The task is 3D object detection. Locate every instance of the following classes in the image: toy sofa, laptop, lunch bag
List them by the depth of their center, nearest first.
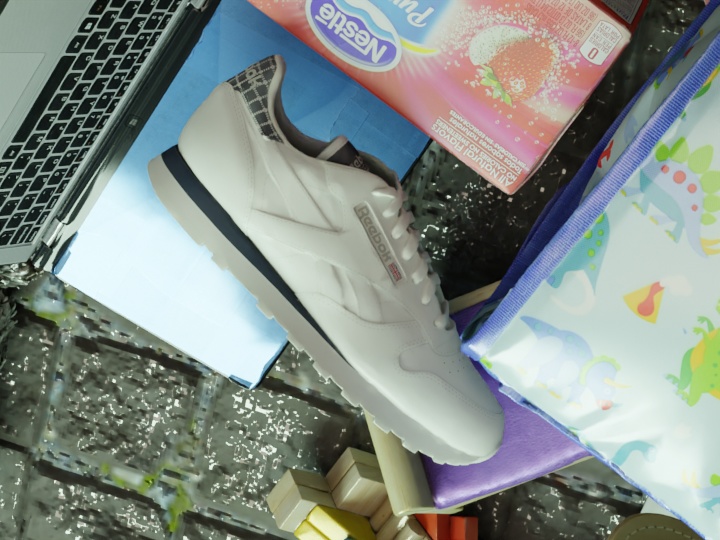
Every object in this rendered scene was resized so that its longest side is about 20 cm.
[{"bbox_3d":[0.162,0.002,0.839,0.170,0.127,0.201,36,94,-2],"label":"lunch bag"},{"bbox_3d":[-0.093,-0.038,0.945,0.116,0.200,0.188,45,116,20],"label":"laptop"},{"bbox_3d":[0.096,0.045,0.967,0.199,0.097,0.083,-22,76,20],"label":"toy sofa"}]

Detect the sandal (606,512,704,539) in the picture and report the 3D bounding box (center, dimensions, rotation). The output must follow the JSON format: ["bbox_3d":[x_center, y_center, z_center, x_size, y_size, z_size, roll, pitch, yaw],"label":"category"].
[{"bbox_3d":[0.178,0.189,1.032,0.211,0.070,0.078,37,78,-20],"label":"sandal"}]

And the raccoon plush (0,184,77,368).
[{"bbox_3d":[-0.189,0.059,1.067,0.199,0.097,0.134,-27,109,21],"label":"raccoon plush"}]

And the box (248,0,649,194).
[{"bbox_3d":[0.022,-0.139,0.931,0.199,0.100,0.096,36,114,-1],"label":"box"}]

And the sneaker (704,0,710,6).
[{"bbox_3d":[0.193,-0.082,0.921,0.104,0.075,0.202,11,104,6],"label":"sneaker"}]

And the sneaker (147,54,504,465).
[{"bbox_3d":[0.000,0.000,0.911,0.080,0.076,0.200,-44,98,5],"label":"sneaker"}]

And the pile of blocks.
[{"bbox_3d":[0.045,0.158,1.043,0.199,0.082,0.062,36,114,0],"label":"pile of blocks"}]

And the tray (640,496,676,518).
[{"bbox_3d":[0.218,0.073,1.001,0.107,0.022,0.201,26,114,3],"label":"tray"}]
